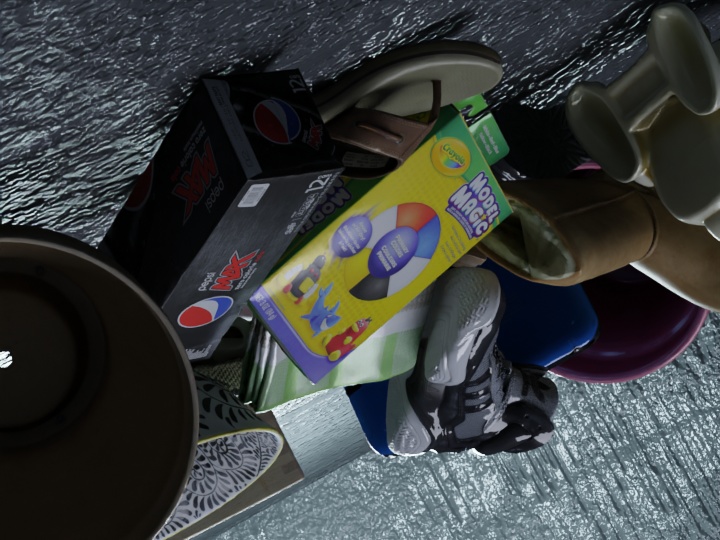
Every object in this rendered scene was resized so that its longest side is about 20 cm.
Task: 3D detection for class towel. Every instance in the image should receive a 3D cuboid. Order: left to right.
[{"bbox_3d":[0.000,0.000,1.467,0.149,0.031,0.201,-12,130,-32],"label":"towel"}]

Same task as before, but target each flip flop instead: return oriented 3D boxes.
[{"bbox_3d":[-0.006,-0.078,1.297,0.199,0.058,0.081,-22,165,-17],"label":"flip flop"}]

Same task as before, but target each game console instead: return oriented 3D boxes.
[{"bbox_3d":[0.083,0.041,1.733,0.200,0.171,0.118,-31,154,11],"label":"game console"}]

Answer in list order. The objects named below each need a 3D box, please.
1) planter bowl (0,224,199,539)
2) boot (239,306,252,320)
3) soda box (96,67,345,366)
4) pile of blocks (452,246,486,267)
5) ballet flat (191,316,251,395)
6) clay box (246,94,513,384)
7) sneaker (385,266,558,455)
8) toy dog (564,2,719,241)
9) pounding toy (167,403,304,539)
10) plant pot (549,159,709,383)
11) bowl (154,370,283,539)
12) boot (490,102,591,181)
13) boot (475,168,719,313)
[{"bbox_3d":[-0.192,0.062,1.200,0.200,0.201,0.135,-28,-162,-1],"label":"planter bowl"},{"bbox_3d":[-0.096,0.023,1.647,0.166,0.073,0.200,-6,163,-33],"label":"boot"},{"bbox_3d":[-0.086,-0.025,1.224,0.063,0.071,0.200,-9,153,-35],"label":"soda box"},{"bbox_3d":[-0.003,-0.025,1.552,0.199,0.082,0.062,-9,165,-20],"label":"pile of blocks"},{"bbox_3d":[-0.138,0.051,1.536,0.199,0.075,0.068,-2,-139,14],"label":"ballet flat"},{"bbox_3d":[0.014,-0.032,1.395,0.200,0.048,0.115,-41,142,-4],"label":"clay box"},{"bbox_3d":[0.093,0.068,1.579,0.113,0.076,0.200,8,143,-13],"label":"sneaker"},{"bbox_3d":[0.282,-0.115,1.564,0.200,0.194,0.140,-19,154,-41],"label":"toy dog"},{"bbox_3d":[-0.140,0.150,2.016,0.184,0.143,0.200,-27,-178,-4],"label":"pounding toy"},{"bbox_3d":[0.219,-0.024,1.923,0.200,0.200,0.179,-32,-174,25],"label":"plant pot"},{"bbox_3d":[-0.159,0.117,1.471,0.200,0.094,0.201,-25,162,-9],"label":"bowl"},{"bbox_3d":[0.062,-0.052,1.664,0.200,0.066,0.165,-28,170,29],"label":"boot"},{"bbox_3d":[0.181,-0.011,1.528,0.200,0.175,0.066,-11,126,-60],"label":"boot"}]
